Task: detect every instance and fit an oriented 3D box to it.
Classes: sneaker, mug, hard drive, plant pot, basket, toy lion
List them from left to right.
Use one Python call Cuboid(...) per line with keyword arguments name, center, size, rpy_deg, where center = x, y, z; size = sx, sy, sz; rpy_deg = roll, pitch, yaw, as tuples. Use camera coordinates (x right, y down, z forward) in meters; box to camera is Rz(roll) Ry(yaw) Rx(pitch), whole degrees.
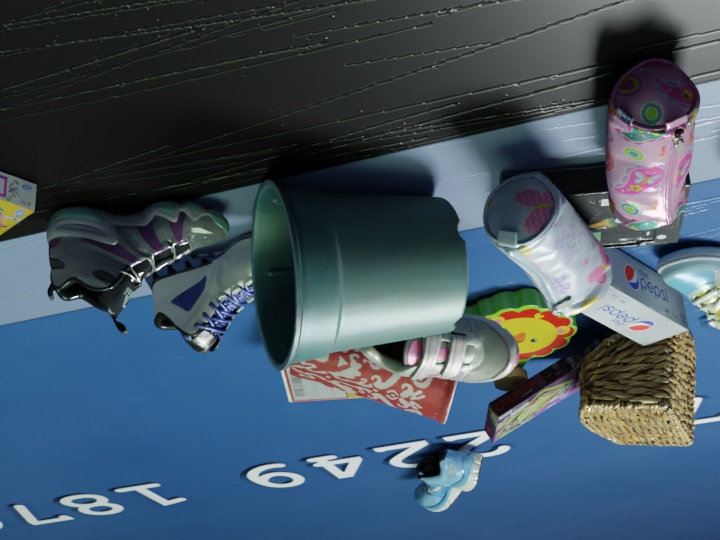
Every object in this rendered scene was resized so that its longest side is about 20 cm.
Cuboid(name="sneaker", center=(-0.240, 0.002, 1.481), size=(0.200, 0.140, 0.078), rpy_deg=(-4, 154, 5))
Cuboid(name="sneaker", center=(-0.159, 0.034, 1.586), size=(0.199, 0.115, 0.081), rpy_deg=(-12, 154, 19))
Cuboid(name="plant pot", center=(0.000, 0.000, 1.462), size=(0.196, 0.201, 0.200), rpy_deg=(-3, 155, -16))
Cuboid(name="mug", center=(0.027, 0.079, 1.684), size=(0.200, 0.178, 0.133), rpy_deg=(13, 171, 3))
Cuboid(name="sneaker", center=(0.080, 0.091, 1.562), size=(0.200, 0.082, 0.088), rpy_deg=(6, -169, 8))
Cuboid(name="sneaker", center=(0.133, 0.344, 2.332), size=(0.090, 0.078, 0.200), rpy_deg=(24, 145, -9))
Cuboid(name="toy lion", center=(0.173, 0.083, 1.792), size=(0.200, 0.069, 0.192), rpy_deg=(5, 146, -14))
Cuboid(name="hard drive", center=(0.253, -0.067, 1.504), size=(0.200, 0.038, 0.140), rpy_deg=(-6, 154, 5))
Cuboid(name="basket", center=(0.370, 0.142, 1.851), size=(0.142, 0.149, 0.200), rpy_deg=(-1, 159, 23))
Cuboid(name="sneaker", center=(0.444, 0.050, 1.658), size=(0.200, 0.131, 0.080), rpy_deg=(14, 151, -30))

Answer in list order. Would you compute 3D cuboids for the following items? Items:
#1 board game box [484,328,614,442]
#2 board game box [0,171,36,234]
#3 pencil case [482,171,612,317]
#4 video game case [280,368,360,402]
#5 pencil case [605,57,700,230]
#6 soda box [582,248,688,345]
Cuboid(name="board game box", center=(0.260, 0.159, 1.876), size=(0.200, 0.032, 0.120), rpy_deg=(-30, 154, -11))
Cuboid(name="board game box", center=(-0.455, -0.060, 1.455), size=(0.134, 0.034, 0.200), rpy_deg=(20, 146, -38))
Cuboid(name="pencil case", center=(0.197, -0.024, 1.443), size=(0.083, 0.091, 0.200), rpy_deg=(30, 172, 35))
Cuboid(name="video game case", center=(-0.010, 0.107, 1.776), size=(0.200, 0.017, 0.143), rpy_deg=(-4, 125, 11))
Cuboid(name="pencil case", center=(0.283, -0.117, 1.336), size=(0.087, 0.088, 0.200), rpy_deg=(-5, 152, 5))
Cuboid(name="soda box", center=(0.321, 0.029, 1.679), size=(0.068, 0.064, 0.200), rpy_deg=(-24, 147, 35))
